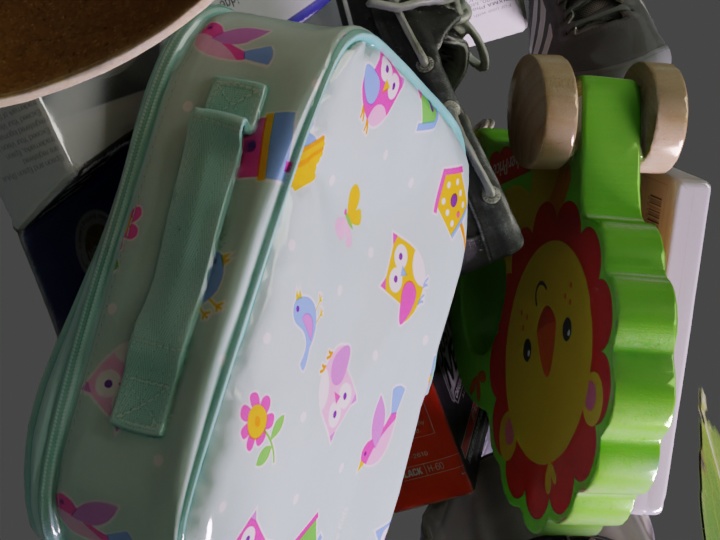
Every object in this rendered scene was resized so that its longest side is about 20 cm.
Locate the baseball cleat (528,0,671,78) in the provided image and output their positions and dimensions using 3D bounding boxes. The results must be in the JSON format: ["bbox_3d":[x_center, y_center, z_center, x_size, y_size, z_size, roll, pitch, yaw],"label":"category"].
[{"bbox_3d":[0.106,-0.141,1.140,0.200,0.069,0.107,-106,178,-70],"label":"baseball cleat"}]

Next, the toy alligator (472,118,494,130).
[{"bbox_3d":[0.035,-0.053,1.229,0.054,0.059,0.200,30,25,-4],"label":"toy alligator"}]

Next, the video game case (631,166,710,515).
[{"bbox_3d":[0.102,0.013,1.032,0.200,0.018,0.144,-143,-121,-71],"label":"video game case"}]

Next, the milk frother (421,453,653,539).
[{"bbox_3d":[0.083,0.212,1.012,0.180,0.200,0.188,41,9,-11],"label":"milk frother"}]

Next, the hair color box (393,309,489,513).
[{"bbox_3d":[0.000,0.000,1.039,0.102,0.061,0.201,-69,140,-64],"label":"hair color box"}]

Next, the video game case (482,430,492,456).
[{"bbox_3d":[0.085,0.184,1.236,0.143,0.019,0.201,-55,129,-70],"label":"video game case"}]

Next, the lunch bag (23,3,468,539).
[{"bbox_3d":[-0.035,0.014,0.765,0.160,0.077,0.201,35,68,-61],"label":"lunch bag"}]

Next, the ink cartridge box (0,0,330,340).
[{"bbox_3d":[-0.079,-0.104,0.786,0.200,0.040,0.201,-44,115,-53],"label":"ink cartridge box"}]

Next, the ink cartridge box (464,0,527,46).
[{"bbox_3d":[0.019,-0.225,1.176,0.200,0.083,0.146,71,2,-56],"label":"ink cartridge box"}]

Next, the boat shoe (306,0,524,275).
[{"bbox_3d":[0.017,-0.089,0.926,0.074,0.068,0.200,65,8,-61],"label":"boat shoe"}]

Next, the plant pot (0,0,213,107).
[{"bbox_3d":[-0.129,-0.177,0.607,0.186,0.185,0.201,47,17,-58],"label":"plant pot"}]

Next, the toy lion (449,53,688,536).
[{"bbox_3d":[0.081,0.015,0.959,0.200,0.068,0.193,160,-68,-72],"label":"toy lion"}]
